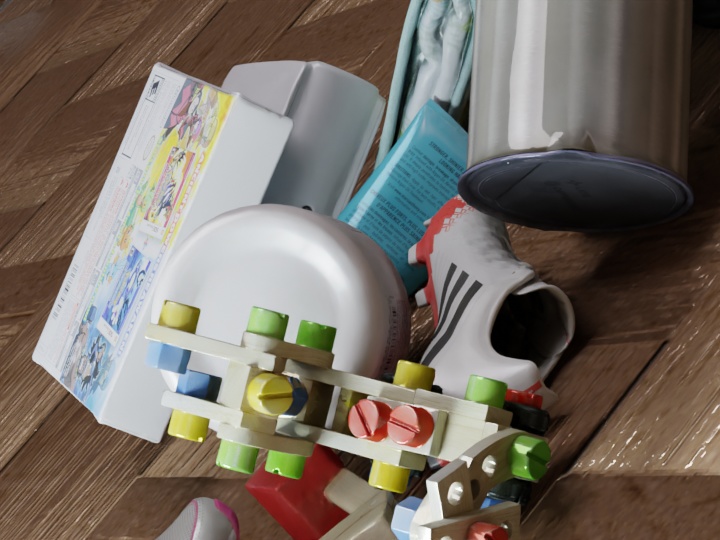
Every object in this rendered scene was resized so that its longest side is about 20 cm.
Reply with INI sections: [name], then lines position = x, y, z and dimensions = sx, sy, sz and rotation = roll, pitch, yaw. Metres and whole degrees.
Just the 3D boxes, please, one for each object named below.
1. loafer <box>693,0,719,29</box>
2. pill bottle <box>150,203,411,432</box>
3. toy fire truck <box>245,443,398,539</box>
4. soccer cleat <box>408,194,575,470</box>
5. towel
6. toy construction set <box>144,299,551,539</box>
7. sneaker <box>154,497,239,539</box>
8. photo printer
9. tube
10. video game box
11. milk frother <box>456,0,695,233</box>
[loafer]
position = 0.171, -0.174, 1.628
dimensions = 0.068, 0.071, 0.200
rotation = -38, 14, -17
[pill bottle]
position = -0.033, 0.027, 1.459
dimensions = 0.114, 0.114, 0.200
rotation = -42, -6, 5
[toy fire truck]
position = -0.021, 0.143, 1.334
dimensions = 0.141, 0.049, 0.200
rotation = -48, 18, -22
[soccer cleat]
position = 0.068, 0.019, 1.417
dimensions = 0.085, 0.069, 0.200
rotation = -26, 25, 24
[towel]
position = 0.064, -0.146, 1.706
dimensions = 0.200, 0.048, 0.171
rotation = 108, -171, -45
[toy construction set]
position = 0.006, 0.072, 1.273
dimensions = 0.200, 0.131, 0.092
rotation = 31, 98, 38
[sneaker]
position = -0.147, 0.181, 1.465
dimensions = 0.200, 0.088, 0.081
rotation = -43, 16, 1
[photo printer]
position = -0.067, -0.025, 1.736
dimensions = 0.201, 0.069, 0.166
rotation = -69, 19, -4
[tube]
position = 0.000, 0.000, 1.619
dimensions = 0.200, 0.077, 0.050
rotation = -47, -9, -5
[video game box]
position = -0.118, -0.015, 1.686
dimensions = 0.201, 0.047, 0.182
rotation = -67, 19, 2
[milk frother]
position = 0.160, -0.118, 1.438
dimensions = 0.199, 0.180, 0.189
rotation = -3, 73, 23
